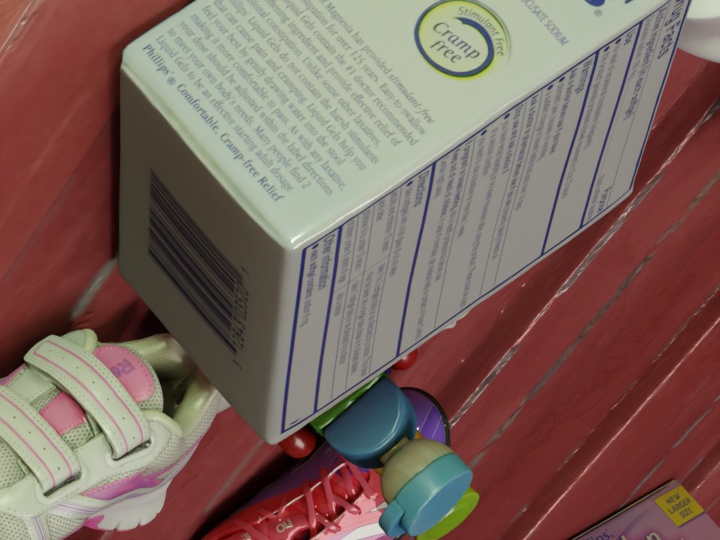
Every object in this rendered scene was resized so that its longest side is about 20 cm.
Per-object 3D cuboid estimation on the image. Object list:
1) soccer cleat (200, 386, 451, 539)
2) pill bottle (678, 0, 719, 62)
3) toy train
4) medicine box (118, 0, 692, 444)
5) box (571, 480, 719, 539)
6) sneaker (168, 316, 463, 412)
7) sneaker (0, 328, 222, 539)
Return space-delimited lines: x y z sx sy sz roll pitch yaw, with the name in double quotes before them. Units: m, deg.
"soccer cleat" -0.034 0.138 1.517 0.200 0.068 0.073 -43 158 14
"pill bottle" 0.168 -0.139 1.178 0.111 0.111 0.200 -46 165 17
"toy train" 0.015 0.087 1.405 0.085 0.116 0.200 -40 162 -1
"medicine box" 0.015 -0.055 1.089 0.200 0.103 0.182 -35 162 -19
"box" 0.185 0.288 2.272 0.176 0.097 0.200 -23 155 -44
"sneaker" 0.000 0.000 1.227 0.200 0.081 0.077 -41 164 3
"sneaker" -0.126 0.067 1.144 0.088 0.081 0.200 -52 168 27
